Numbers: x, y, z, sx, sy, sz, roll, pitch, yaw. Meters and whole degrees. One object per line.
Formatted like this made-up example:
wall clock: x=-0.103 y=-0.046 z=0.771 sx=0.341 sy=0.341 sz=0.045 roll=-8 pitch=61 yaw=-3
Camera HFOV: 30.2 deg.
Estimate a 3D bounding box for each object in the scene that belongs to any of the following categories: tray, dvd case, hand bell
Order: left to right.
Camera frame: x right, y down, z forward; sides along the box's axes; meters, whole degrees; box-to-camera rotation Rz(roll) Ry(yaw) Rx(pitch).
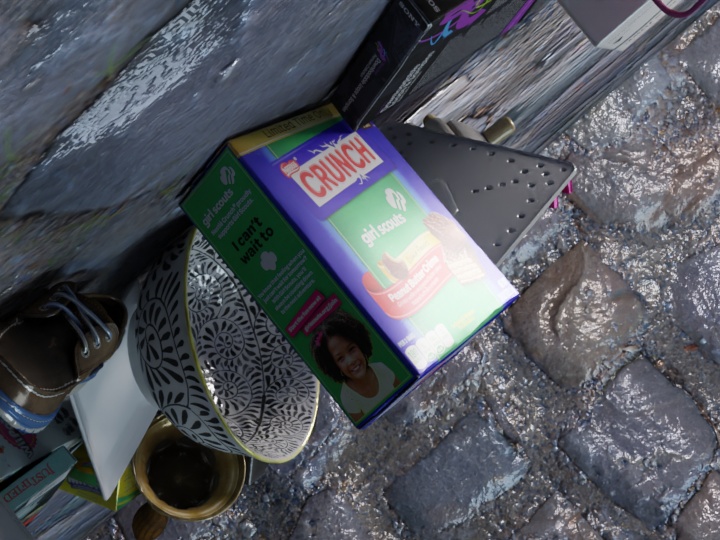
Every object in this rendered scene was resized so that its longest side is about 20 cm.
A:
dvd case: x=-0.307 y=0.216 z=1.058 sx=0.146 sy=0.022 sz=0.200 roll=-38 pitch=177 yaw=-35
tray: x=-0.201 y=0.098 z=1.074 sx=0.201 sy=0.022 sz=0.108 roll=92 pitch=19 yaw=-56
hand bell: x=-0.184 y=0.214 z=1.252 sx=0.104 sy=0.104 sz=0.200 roll=-36 pitch=171 yaw=-34

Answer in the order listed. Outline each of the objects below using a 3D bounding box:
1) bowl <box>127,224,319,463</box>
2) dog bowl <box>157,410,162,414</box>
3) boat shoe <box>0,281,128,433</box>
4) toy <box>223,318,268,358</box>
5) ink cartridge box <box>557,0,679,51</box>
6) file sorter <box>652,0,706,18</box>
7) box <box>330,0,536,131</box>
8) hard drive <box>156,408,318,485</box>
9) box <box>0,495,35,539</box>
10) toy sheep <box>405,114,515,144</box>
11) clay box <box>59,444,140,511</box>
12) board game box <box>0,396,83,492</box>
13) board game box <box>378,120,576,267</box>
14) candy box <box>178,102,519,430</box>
bowl: x=-0.118 y=0.057 z=1.028 sx=0.093 sy=0.203 sz=0.201 roll=-15 pitch=-175 yaw=22
dog bowl: x=-0.132 y=0.046 z=1.244 sx=0.200 sy=0.079 sz=0.200 roll=-39 pitch=175 yaw=-4
boat shoe: x=-0.195 y=0.043 z=0.843 sx=0.072 sy=0.072 sz=0.200 roll=-44 pitch=-175 yaw=5
toy: x=-0.075 y=0.077 z=1.203 sx=0.115 sy=0.047 sz=0.200 roll=-41 pitch=176 yaw=0
ink cartridge box: x=0.256 y=-0.278 z=1.213 sx=0.145 sy=0.085 sz=0.200 roll=-41 pitch=175 yaw=18
file sorter: x=0.290 y=-0.301 z=1.016 sx=0.200 sy=0.126 sz=0.139 roll=-37 pitch=175 yaw=-33
box: x=0.077 y=-0.189 z=0.953 sx=0.200 sy=0.036 sz=0.143 roll=-39 pitch=175 yaw=-32
hard drive: x=-0.159 y=0.140 z=1.326 sx=0.140 sy=0.198 sz=0.038 roll=-30 pitch=131 yaw=-59
box: x=-0.291 y=0.211 z=0.800 sx=0.171 sy=0.199 sz=0.200 roll=-39 pitch=177 yaw=-2
toy sheep: x=0.063 y=-0.084 z=1.283 sx=0.200 sy=0.138 sz=0.138 roll=-41 pitch=175 yaw=8
clay box: x=-0.246 y=0.174 z=1.328 sx=0.200 sy=0.114 sz=0.048 roll=-32 pitch=134 yaw=-59
board game box: x=-0.312 y=0.166 z=1.058 sx=0.147 sy=0.064 sz=0.200 roll=-42 pitch=175 yaw=20
board game box: x=0.052 y=-0.046 z=1.126 sx=0.200 sy=0.199 sz=0.026 roll=-47 pitch=139 yaw=-36
candy box: x=-0.004 y=-0.013 z=0.938 sx=0.077 sy=0.200 sz=0.169 roll=-46 pitch=172 yaw=34
